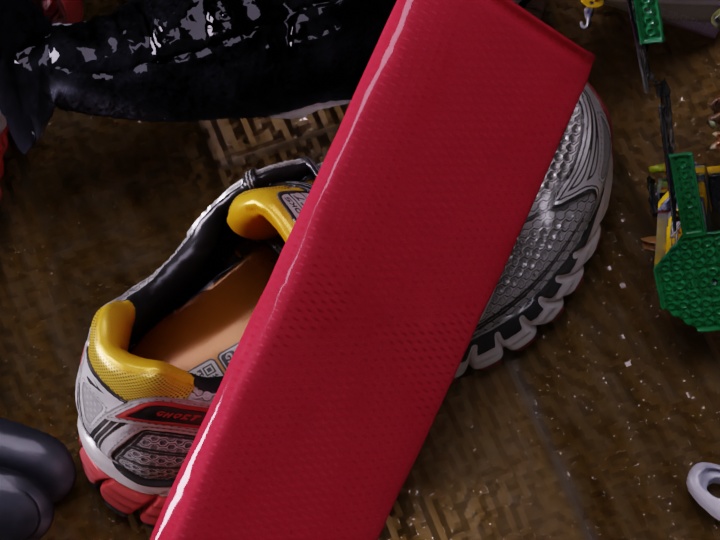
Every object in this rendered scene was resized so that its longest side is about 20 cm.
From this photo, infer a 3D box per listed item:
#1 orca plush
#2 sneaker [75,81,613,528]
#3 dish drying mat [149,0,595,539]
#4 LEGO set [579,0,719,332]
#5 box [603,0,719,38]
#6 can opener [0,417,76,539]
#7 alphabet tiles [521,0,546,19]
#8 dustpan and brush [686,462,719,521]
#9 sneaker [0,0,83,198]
[{"bbox_3d":[-0.021,-0.099,0.861,0.199,0.071,0.106,-3,73,-15],"label":"orca plush"},{"bbox_3d":[0.000,0.000,0.829,0.200,0.082,0.078,-37,62,-19],"label":"sneaker"},{"bbox_3d":[0.001,0.013,0.787,0.018,0.077,0.201,22,85,48],"label":"dish drying mat"},{"bbox_3d":[0.142,-0.086,0.828,0.153,0.201,0.116,-14,30,17],"label":"LEGO set"},{"bbox_3d":[0.059,-0.112,0.842,0.041,0.200,0.039,37,107,32],"label":"box"},{"bbox_3d":[-0.185,0.049,0.829,0.199,0.079,0.064,7,32,1],"label":"can opener"},{"bbox_3d":[-0.005,-0.169,0.934,0.166,0.008,0.201,15,69,-7],"label":"alphabet tiles"},{"bbox_3d":[0.186,0.096,0.780,0.199,0.057,0.140,29,62,12],"label":"dustpan and brush"},{"bbox_3d":[-0.133,-0.059,0.885,0.107,0.067,0.202,-25,56,-9],"label":"sneaker"}]
